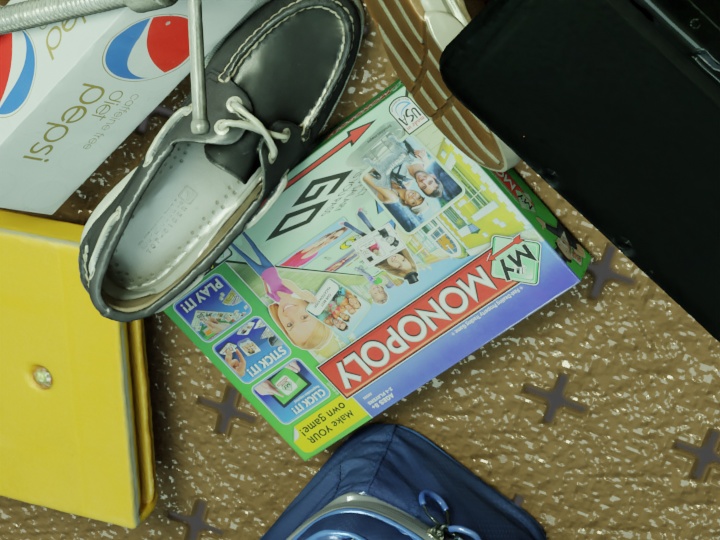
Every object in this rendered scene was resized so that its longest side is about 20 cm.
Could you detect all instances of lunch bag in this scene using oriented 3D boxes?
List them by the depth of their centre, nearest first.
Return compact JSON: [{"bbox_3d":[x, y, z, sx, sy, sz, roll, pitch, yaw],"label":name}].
[{"bbox_3d":[0.004,0.190,1.306,0.136,0.132,0.200,35,124,-5],"label":"lunch bag"}]

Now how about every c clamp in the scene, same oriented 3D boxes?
[{"bbox_3d":[-0.140,-0.147,1.146,0.200,0.027,0.171,1,85,43],"label":"c clamp"}]

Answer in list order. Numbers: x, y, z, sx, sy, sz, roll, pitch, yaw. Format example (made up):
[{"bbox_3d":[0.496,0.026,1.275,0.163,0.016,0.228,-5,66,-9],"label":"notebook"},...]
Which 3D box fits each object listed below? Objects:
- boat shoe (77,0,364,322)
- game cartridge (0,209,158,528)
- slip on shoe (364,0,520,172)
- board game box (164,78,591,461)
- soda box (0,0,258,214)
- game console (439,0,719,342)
[{"bbox_3d":[-0.068,-0.057,1.198,0.074,0.060,0.200,39,103,-19],"label":"boat shoe"},{"bbox_3d":[-0.208,0.042,1.334,0.200,0.032,0.176,13,123,23],"label":"game cartridge"},{"bbox_3d":[0.033,-0.140,1.146,0.200,0.061,0.076,56,163,-13],"label":"slip on shoe"},{"bbox_3d":[0.000,0.000,1.259,0.200,0.029,0.135,-36,103,31],"label":"board game box"},{"bbox_3d":[-0.130,-0.112,1.199,0.200,0.068,0.064,-42,57,32],"label":"soda box"},{"bbox_3d":[0.167,-0.091,1.058,0.200,0.116,0.176,42,82,-4],"label":"game console"}]
